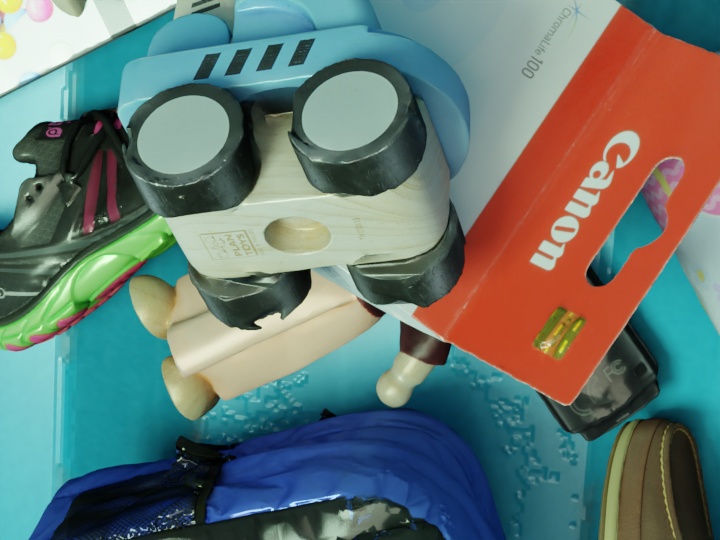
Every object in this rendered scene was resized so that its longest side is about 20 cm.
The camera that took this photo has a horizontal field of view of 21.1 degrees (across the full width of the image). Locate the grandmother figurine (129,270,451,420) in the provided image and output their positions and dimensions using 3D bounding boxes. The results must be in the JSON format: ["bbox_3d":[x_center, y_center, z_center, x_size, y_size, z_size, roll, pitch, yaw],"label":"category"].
[{"bbox_3d":[0.000,0.000,0.848,0.199,0.061,0.122,-28,89,19],"label":"grandmother figurine"}]

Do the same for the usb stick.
[{"bbox_3d":[0.064,-0.015,0.880,0.055,0.033,0.201,-35,94,9],"label":"usb stick"}]

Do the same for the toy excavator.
[{"bbox_3d":[-0.050,-0.086,0.775,0.193,0.201,0.100,-6,145,15],"label":"toy excavator"}]

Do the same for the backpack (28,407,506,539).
[{"bbox_3d":[-0.030,0.140,0.857,0.199,0.168,0.163,-15,112,17],"label":"backpack"}]

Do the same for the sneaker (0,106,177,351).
[{"bbox_3d":[-0.113,-0.044,0.885,0.200,0.077,0.084,-38,91,12],"label":"sneaker"}]

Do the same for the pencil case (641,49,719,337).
[{"bbox_3d":[0.189,-0.004,0.831,0.090,0.083,0.201,-22,99,37],"label":"pencil case"}]

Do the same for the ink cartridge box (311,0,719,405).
[{"bbox_3d":[0.046,-0.056,0.786,0.199,0.047,0.161,28,80,40],"label":"ink cartridge box"}]

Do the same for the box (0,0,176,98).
[{"bbox_3d":[-0.175,-0.162,0.889,0.199,0.041,0.157,-24,96,16],"label":"box"}]

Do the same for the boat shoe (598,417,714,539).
[{"bbox_3d":[0.149,0.159,0.843,0.067,0.072,0.201,-16,61,29],"label":"boat shoe"}]
